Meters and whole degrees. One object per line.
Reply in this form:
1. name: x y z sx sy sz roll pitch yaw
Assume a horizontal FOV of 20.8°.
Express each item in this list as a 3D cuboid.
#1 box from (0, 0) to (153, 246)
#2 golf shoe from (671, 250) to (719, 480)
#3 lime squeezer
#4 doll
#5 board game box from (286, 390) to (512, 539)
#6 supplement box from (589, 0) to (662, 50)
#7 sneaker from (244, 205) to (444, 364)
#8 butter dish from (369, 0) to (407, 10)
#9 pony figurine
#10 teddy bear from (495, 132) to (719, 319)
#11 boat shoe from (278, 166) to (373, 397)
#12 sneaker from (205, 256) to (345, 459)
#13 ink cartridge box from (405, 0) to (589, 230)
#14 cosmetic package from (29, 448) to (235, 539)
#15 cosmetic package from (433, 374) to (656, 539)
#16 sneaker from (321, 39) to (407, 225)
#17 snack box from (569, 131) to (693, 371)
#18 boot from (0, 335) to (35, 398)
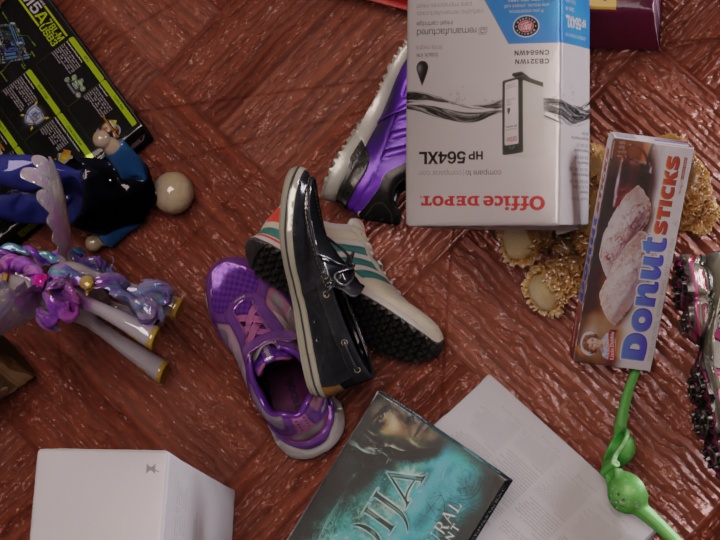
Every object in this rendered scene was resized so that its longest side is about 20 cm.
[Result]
1. box: -0.330 -0.146 1.883 0.193 0.048 0.200 -38 72 -2
2. golf shoe: 0.323 0.080 1.675 0.091 0.073 0.202 -5 81 -4
3. lime squeezer: 0.235 0.164 1.655 0.070 0.038 0.201 -6 57 -13
4. doll: -0.250 -0.076 1.808 0.198 0.137 0.049 4 39 -16
5. board game box: 0.018 0.220 1.626 0.135 0.028 0.201 33 94 19
6. supplement box: 0.213 -0.311 1.789 0.130 0.103 0.202 2 76 11
7. sneaker: 0.000 0.000 1.764 0.199 0.070 0.094 30 57 6
8. butter dish: 0.041 -0.356 1.813 0.199 0.148 0.201 17 80 15
9. pony figurine: -0.260 0.015 1.747 0.199 0.193 0.167 23 71 7
10. teddy bear: 0.219 -0.040 1.741 0.200 0.067 0.145 -46 66 4
11. boat shoe: -0.029 0.008 1.678 0.062 0.075 0.202 -8 99 12
12. sneaker: -0.082 0.069 1.753 0.080 0.088 0.201 -30 70 3
13. ink cartridge box: 0.119 -0.136 1.697 0.145 0.084 0.202 0 91 23
14. cosmetic package: -0.194 0.266 1.662 0.122 0.200 0.201 0 74 11
15. cosmetic package: 0.128 0.208 1.668 0.151 0.052 0.200 -39 69 -25
16. sneaker: 0.054 -0.129 1.795 0.099 0.070 0.201 30 87 10
17. snack box: 0.231 -0.015 1.686 0.071 0.024 0.202 7 106 -6
18. boot: -0.387 0.109 1.745 0.155 0.200 0.073 -42 73 -1
